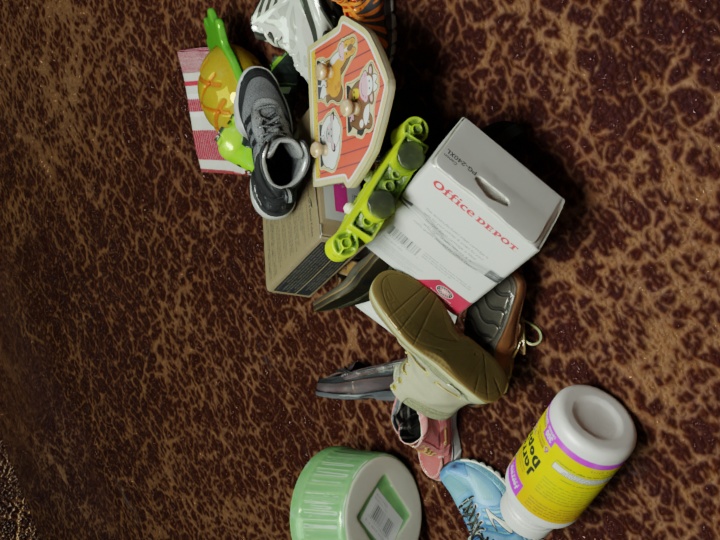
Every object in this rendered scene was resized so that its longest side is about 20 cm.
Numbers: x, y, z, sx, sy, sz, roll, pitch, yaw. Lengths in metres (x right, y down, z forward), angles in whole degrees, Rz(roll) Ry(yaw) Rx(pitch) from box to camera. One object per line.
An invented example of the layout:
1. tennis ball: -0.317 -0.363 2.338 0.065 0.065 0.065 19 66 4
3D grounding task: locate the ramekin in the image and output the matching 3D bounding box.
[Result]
1. ramekin: 0.001 0.358 1.360 0.097 0.199 0.202 -10 99 42

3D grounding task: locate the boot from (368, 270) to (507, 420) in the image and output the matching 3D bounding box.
1. boot: 0.067 0.099 1.131 0.200 0.072 0.155 44 152 -2

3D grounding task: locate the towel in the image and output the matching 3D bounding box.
1. towel: -0.233 -0.252 1.480 0.143 0.023 0.202 11 115 47

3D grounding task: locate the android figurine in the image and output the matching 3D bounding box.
1. android figurine: 0.019 -0.088 1.059 0.041 0.183 0.200 32 173 -8

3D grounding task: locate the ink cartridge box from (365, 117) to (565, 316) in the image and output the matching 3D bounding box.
1. ink cartridge box: 0.111 -0.054 1.036 0.145 0.084 0.200 38 148 -2

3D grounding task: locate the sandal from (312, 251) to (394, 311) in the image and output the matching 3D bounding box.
1. sandal: 0.000 0.000 1.246 0.200 0.081 0.055 -47 55 50

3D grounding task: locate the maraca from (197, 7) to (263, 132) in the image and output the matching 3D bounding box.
1. maraca: -0.187 -0.276 1.346 0.137 0.106 0.202 -8 101 71

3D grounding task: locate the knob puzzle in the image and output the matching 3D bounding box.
1. knob puzzle: -0.021 -0.195 1.073 0.219 0.030 0.222 4 94 62

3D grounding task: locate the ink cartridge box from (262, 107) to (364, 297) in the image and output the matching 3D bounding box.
1. ink cartridge box: -0.069 -0.089 1.265 0.165 0.075 0.202 -40 47 48

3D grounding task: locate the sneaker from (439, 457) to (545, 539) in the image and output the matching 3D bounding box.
1. sneaker: 0.170 0.339 1.236 0.200 0.090 0.079 51 137 20

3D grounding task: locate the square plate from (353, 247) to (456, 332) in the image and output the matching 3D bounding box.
1. square plate: 0.055 0.010 1.268 0.198 0.028 0.201 38 132 32

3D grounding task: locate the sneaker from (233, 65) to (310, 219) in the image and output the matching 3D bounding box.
1. sneaker: -0.108 -0.171 1.172 0.114 0.075 0.202 159 102 -71

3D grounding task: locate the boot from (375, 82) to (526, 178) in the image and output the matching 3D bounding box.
1. boot: 0.094 -0.155 1.114 0.163 0.073 0.199 53 144 14

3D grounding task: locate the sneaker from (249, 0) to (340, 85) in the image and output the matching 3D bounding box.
1. sneaker: -0.078 -0.293 1.224 0.115 0.075 0.202 -8 92 31

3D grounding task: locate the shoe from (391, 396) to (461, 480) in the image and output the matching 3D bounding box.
1. shoe: 0.086 0.223 1.272 0.071 0.091 0.202 29 132 36

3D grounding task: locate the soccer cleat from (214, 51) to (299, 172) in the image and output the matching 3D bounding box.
1. soccer cleat: -0.117 -0.222 1.266 0.081 0.201 0.067 35 165 -8

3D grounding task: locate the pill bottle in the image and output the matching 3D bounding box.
1. pill bottle: 0.237 0.235 1.103 0.104 0.104 0.201 45 135 25

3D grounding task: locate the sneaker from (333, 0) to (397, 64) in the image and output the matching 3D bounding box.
1. sneaker: -0.014 -0.319 1.130 0.077 0.112 0.202 27 125 39

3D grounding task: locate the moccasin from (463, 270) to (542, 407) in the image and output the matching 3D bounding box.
1. moccasin: 0.172 0.083 1.140 0.074 0.077 0.203 45 141 47

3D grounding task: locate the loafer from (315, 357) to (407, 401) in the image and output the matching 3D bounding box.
1. loafer: 0.013 0.157 1.363 0.199 0.072 0.064 -5 83 43
